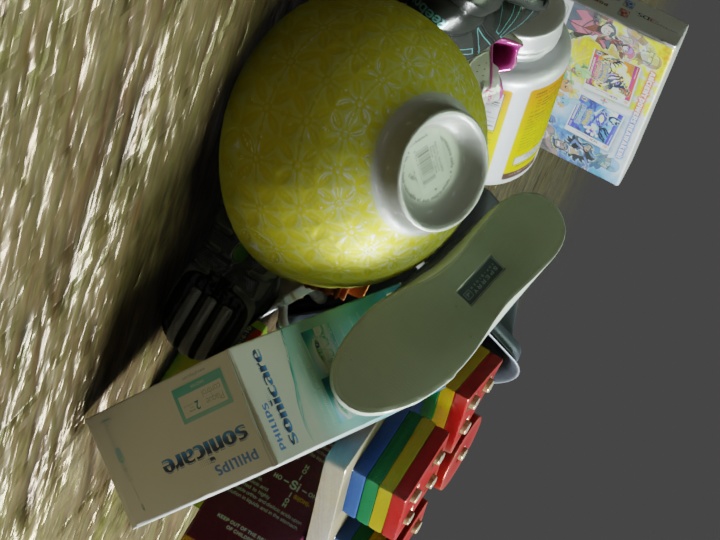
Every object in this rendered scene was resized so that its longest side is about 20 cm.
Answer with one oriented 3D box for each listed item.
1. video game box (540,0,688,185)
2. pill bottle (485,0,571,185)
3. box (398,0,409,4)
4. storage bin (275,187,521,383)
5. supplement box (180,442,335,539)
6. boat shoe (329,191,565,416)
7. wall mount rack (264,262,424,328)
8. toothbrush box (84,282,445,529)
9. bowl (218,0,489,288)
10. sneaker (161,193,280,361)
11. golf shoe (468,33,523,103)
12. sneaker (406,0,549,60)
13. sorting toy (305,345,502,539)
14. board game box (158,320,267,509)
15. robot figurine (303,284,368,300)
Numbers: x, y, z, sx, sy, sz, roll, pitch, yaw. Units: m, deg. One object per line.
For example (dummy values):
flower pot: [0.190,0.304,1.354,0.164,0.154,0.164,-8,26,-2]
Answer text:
video game box: [0.198,-0.194,2.007,0.047,0.182,0.200,-54,168,-37]
pill bottle: [0.127,-0.175,1.910,0.109,0.109,0.200,-55,168,-34]
box: [0.048,-0.231,1.557,0.137,0.040,0.200,-60,170,-3]
storage bin: [0.054,0.017,1.792,0.146,0.200,0.135,45,52,-37]
supplement box: [-0.057,0.170,1.704,0.200,0.085,0.110,-59,169,-17]
boat shoe: [0.057,0.029,1.409,0.201,0.070,0.072,-42,176,-18]
wall mount rack: [0.000,0.000,1.642,0.200,0.075,0.174,-29,-161,11]
toothbrush box: [-0.062,0.090,1.434,0.146,0.086,0.200,-26,177,38]
bowl: [0.019,-0.076,1.362,0.200,0.108,0.201,-14,112,-38]
sneaker: [-0.065,-0.030,1.481,0.200,0.075,0.115,-53,176,6]
golf shoe: [0.064,-0.149,1.709,0.200,0.091,0.075,-56,171,-35]
sneaker: [0.074,-0.192,1.528,0.079,0.075,0.200,-50,167,19]
sorting toy: [0.040,0.137,1.648,0.199,0.069,0.200,-55,167,-32]
board game box: [-0.115,0.108,1.633,0.102,0.048,0.200,-57,169,-20]
robot figurine: [0.001,-0.073,1.557,0.200,0.058,0.145,-80,-166,-54]
